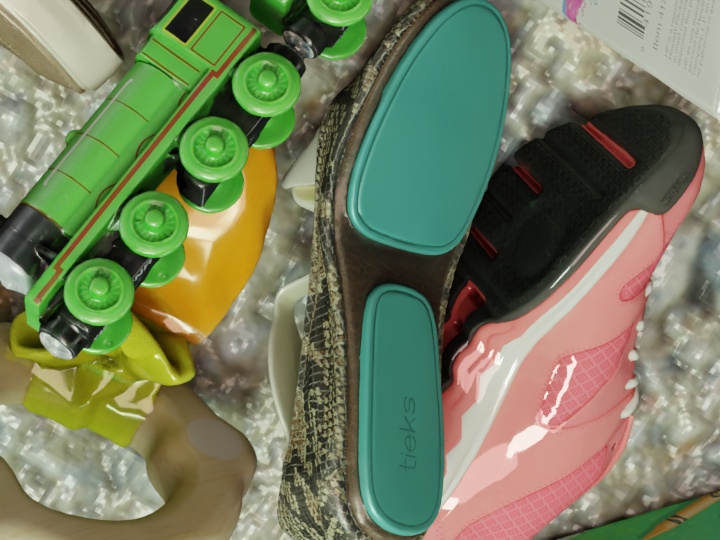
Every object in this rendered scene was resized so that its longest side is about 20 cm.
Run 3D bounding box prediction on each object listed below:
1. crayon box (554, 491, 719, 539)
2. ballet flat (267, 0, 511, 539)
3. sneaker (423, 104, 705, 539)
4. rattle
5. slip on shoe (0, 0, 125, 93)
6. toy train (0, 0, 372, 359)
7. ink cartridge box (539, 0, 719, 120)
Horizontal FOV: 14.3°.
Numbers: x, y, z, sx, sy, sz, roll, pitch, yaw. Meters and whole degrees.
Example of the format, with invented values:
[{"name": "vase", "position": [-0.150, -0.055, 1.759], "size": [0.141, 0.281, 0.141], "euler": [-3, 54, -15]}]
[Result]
[{"name": "crayon box", "position": [0.091, 0.161, 1.065], "size": [0.200, 0.058, 0.119], "euler": [-17, 111, 3]}, {"name": "ballet flat", "position": [0.000, 0.000, 0.982], "size": [0.068, 0.075, 0.200], "euler": [18, 75, -41]}, {"name": "sneaker", "position": [0.068, 0.029, 1.020], "size": [0.087, 0.074, 0.200], "euler": [26, 109, -30]}, {"name": "rattle", "position": [-0.100, 0.047, 0.925], "size": [0.130, 0.200, 0.143], "euler": [53, 125, 10]}, {"name": "slip on shoe", "position": [-0.166, -0.119, 0.933], "size": [0.200, 0.076, 0.061], "euler": [41, 96, -13]}, {"name": "toy train", "position": [-0.050, -0.057, 0.935], "size": [0.056, 0.042, 0.200], "euler": [36, 71, 7]}, {"name": "ink cartridge box", "position": [0.130, -0.134, 0.895], "size": [0.125, 0.200, 0.129], "euler": [2, 111, -23]}]
